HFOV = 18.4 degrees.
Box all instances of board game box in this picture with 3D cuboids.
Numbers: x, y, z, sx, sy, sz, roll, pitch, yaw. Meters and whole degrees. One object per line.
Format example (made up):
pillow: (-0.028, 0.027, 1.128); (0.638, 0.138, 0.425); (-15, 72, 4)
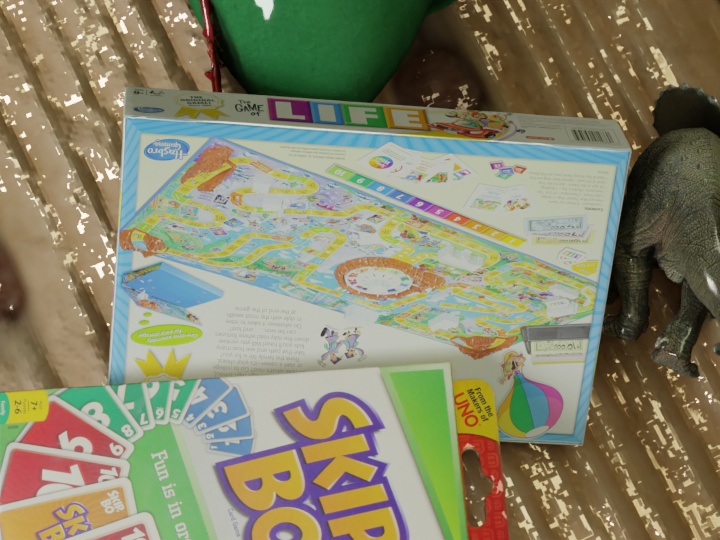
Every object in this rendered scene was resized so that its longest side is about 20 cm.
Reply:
board game box: (-0.041, 0.089, 0.871); (0.199, 0.030, 0.096); (-3, 66, -5)
board game box: (0.000, 0.000, 0.899); (0.199, 0.034, 0.135); (4, 115, -7)

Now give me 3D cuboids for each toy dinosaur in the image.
toy dinosaur: (0.131, -0.021, 0.912); (0.077, 0.200, 0.103); (13, 110, 11)

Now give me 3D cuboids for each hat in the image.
hat: (-0.025, -0.077, 0.888); (0.165, 0.200, 0.176); (-3, 57, 13)
